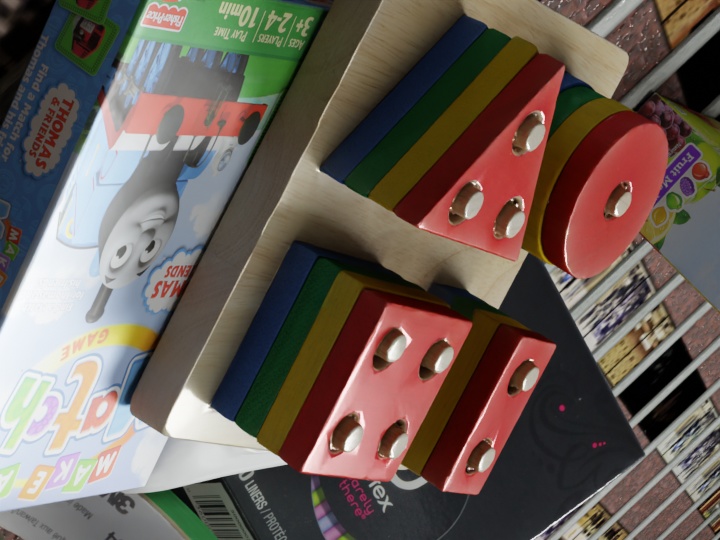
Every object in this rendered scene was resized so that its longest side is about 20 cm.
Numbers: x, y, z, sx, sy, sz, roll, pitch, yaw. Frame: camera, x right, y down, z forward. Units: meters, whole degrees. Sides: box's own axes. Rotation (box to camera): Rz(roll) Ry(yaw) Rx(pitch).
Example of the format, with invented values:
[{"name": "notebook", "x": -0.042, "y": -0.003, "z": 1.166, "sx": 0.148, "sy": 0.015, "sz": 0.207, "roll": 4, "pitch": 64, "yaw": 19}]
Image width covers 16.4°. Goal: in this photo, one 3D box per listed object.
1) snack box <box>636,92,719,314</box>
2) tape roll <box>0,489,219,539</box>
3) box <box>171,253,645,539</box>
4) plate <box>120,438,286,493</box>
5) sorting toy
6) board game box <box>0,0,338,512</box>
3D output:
[{"name": "snack box", "x": 0.231, "y": -0.001, "z": 1.366, "sx": 0.068, "sy": 0.200, "sz": 0.169, "roll": -47, "pitch": 162, "yaw": 14}, {"name": "tape roll", "x": -0.105, "y": 0.125, "z": 0.939, "sx": 0.048, "sy": 0.201, "sz": 0.200, "roll": -45, "pitch": 162, "yaw": 13}, {"name": "box", "x": 0.015, "y": 0.090, "z": 1.191, "sx": 0.200, "sy": 0.123, "sz": 0.106, "roll": -34, "pitch": -169, "yaw": -26}, {"name": "plate", "x": 0.000, "y": 0.000, "z": 1.023, "sx": 0.200, "sy": 0.032, "sz": 0.200, "roll": -3, "pitch": 118, "yaw": -53}, {"name": "sorting toy", "x": 0.033, "y": -0.008, "z": 0.950, "sx": 0.200, "sy": 0.069, "sz": 0.199, "roll": 16, "pitch": 104, "yaw": -60}, {"name": "board game box", "x": -0.085, "y": -0.011, "z": 0.867, "sx": 0.151, "sy": 0.037, "sz": 0.201, "roll": -2, "pitch": 121, "yaw": -64}]
